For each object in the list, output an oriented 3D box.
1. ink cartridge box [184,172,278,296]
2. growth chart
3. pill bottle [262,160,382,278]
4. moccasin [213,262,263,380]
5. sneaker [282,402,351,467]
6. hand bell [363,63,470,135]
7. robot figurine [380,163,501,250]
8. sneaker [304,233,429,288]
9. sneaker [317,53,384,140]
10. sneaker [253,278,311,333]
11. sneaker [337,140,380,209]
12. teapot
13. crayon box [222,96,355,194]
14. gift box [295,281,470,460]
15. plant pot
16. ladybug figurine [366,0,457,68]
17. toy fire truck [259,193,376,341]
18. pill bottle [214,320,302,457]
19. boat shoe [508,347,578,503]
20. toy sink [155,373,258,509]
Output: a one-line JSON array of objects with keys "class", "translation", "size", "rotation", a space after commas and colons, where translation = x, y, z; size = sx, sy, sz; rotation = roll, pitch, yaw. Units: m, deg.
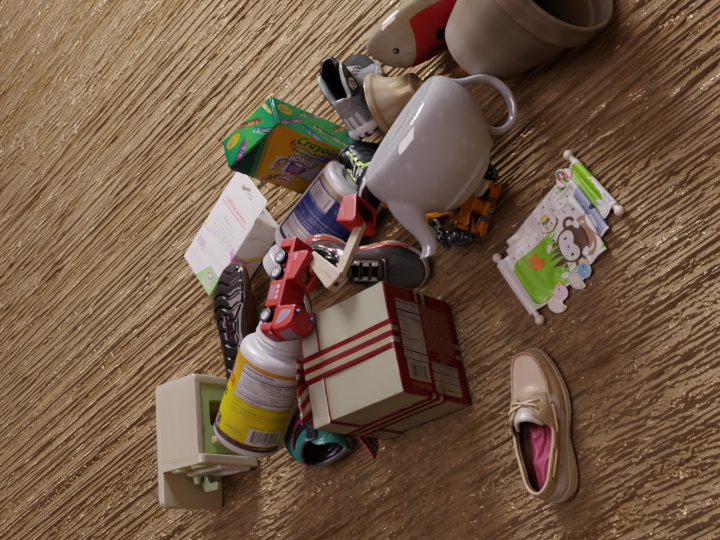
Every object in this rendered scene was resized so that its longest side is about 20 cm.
[{"class": "ink cartridge box", "translation": [-0.212, -0.063, 1.739], "size": [0.200, 0.067, 0.117], "rotation": [-55, 49, 20]}, {"class": "growth chart", "translation": [0.261, -0.040, 1.328], "size": [0.200, 0.018, 0.145], "rotation": [-55, 50, 20]}, {"class": "pill bottle", "translation": [-0.063, -0.064, 1.570], "size": [0.200, 0.111, 0.111], "rotation": [-49, 52, 23]}, {"class": "moccasin", "translation": [-0.194, 0.088, 1.677], "size": [0.073, 0.078, 0.203], "rotation": [-17, 80, 26]}, {"class": "sneaker", "translation": [-0.052, 0.212, 1.498], "size": [0.121, 0.083, 0.201], "rotation": [47, 120, 55]}, {"class": "hand bell", "translation": [0.115, -0.282, 1.490], "size": [0.199, 0.104, 0.105], "rotation": [-20, 66, 26]}, {"class": "robot figurine", "translation": [0.121, -0.111, 1.447], "size": [0.200, 0.058, 0.146], "rotation": [25, 98, 44]}, {"class": "sneaker", "translation": [0.000, 0.000, 1.472], "size": [0.199, 0.082, 0.078], "rotation": [6, 113, 14]}, {"class": "sneaker", "translation": [-0.019, -0.301, 1.552], "size": [0.075, 0.116, 0.201], "rotation": [-29, 40, 20]}, {"class": "sneaker", "translation": [-0.133, 0.084, 1.609], "size": [0.071, 0.099, 0.201], "rotation": [-36, 56, 33]}, {"class": "sneaker", "translation": [0.001, -0.145, 1.487], "size": [0.082, 0.200, 0.072], "rotation": [19, 112, 1]}, {"class": "teapot", "translation": [0.110, -0.152, 1.337], "size": [0.200, 0.146, 0.198], "rotation": [-53, 11, 31]}, {"class": "crayon box", "translation": [-0.100, -0.188, 1.573], "size": [0.119, 0.199, 0.059], "rotation": [-37, 56, 31]}, {"class": "gift box", "translation": [0.020, 0.145, 1.394], "size": [0.186, 0.184, 0.201], "rotation": [-26, 57, 34]}, {"class": "plant pot", "translation": [0.208, -0.351, 1.353], "size": [0.173, 0.199, 0.201], "rotation": [-42, 53, 48]}, {"class": "ladybug figurine", "translation": [0.100, -0.357, 1.466], "size": [0.072, 0.200, 0.136], "rotation": [53, 162, 6]}, {"class": "toy fire truck", "translation": [-0.058, 0.000, 1.391], "size": [0.140, 0.049, 0.201], "rotation": [-8, 60, 39]}, {"class": "pill bottle", "translation": [-0.141, 0.169, 1.495], "size": [0.109, 0.109, 0.201], "rotation": [37, 114, 41]}, {"class": "boat shoe", "translation": [0.223, 0.192, 1.270], "size": [0.074, 0.069, 0.201], "rotation": [-27, 63, 36]}, {"class": "toy sink", "translation": [-0.250, 0.283, 1.649], "size": [0.112, 0.130, 0.201], "rotation": [-20, 66, 38]}]
